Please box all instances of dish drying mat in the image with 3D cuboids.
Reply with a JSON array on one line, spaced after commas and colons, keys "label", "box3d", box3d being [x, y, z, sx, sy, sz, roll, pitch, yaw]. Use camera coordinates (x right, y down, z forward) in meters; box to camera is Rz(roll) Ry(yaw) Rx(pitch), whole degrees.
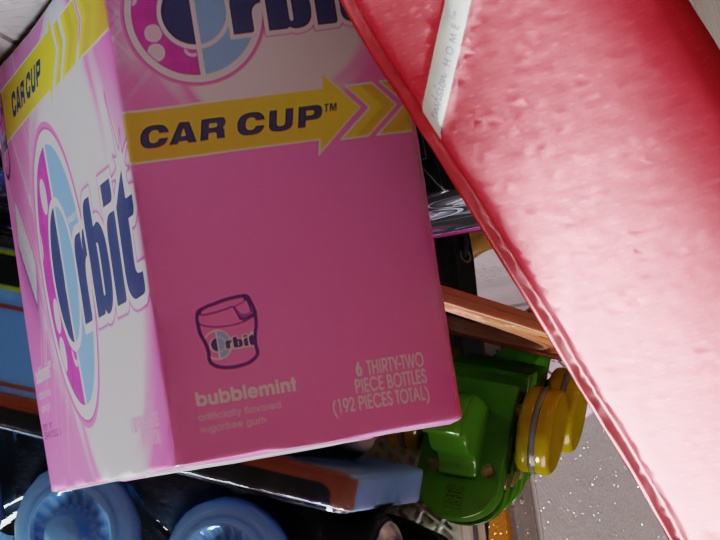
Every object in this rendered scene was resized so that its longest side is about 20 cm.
[{"label": "dish drying mat", "box3d": [0.060, -0.002, 0.531, 0.077, 0.200, 0.018, -14, -153, 42]}]

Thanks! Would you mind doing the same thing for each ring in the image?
[{"label": "ring", "box3d": [0.000, 0.000, 0.868, 0.200, 0.019, 0.200, 15, 177, 1]}]

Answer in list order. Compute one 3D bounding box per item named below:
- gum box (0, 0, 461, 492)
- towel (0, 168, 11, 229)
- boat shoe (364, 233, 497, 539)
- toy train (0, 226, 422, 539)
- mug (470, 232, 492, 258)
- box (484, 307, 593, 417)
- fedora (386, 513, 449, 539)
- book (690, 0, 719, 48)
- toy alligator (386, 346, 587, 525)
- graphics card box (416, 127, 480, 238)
[{"label": "gum box", "box3d": [-0.042, -0.008, 0.640, 0.066, 0.114, 0.200, -8, 176, -16]}, {"label": "towel", "box3d": [-0.097, -0.030, 0.928, 0.199, 0.024, 0.145, -12, 173, 22]}, {"label": "boat shoe", "box3d": [0.025, 0.052, 1.024, 0.074, 0.201, 0.062, -10, 180, 44]}, {"label": "toy train", "box3d": [-0.075, 0.052, 0.865, 0.199, 0.115, 0.087, 11, -176, 21]}, {"label": "mug", "box3d": [-0.007, 0.040, 1.112, 0.186, 0.154, 0.149, -11, 175, 20]}, {"label": "box", "box3d": [0.125, 0.005, 1.051, 0.200, 0.041, 0.039, -36, -153, 13]}, {"label": "fedora", "box3d": [-0.042, 0.157, 0.937, 0.200, 0.092, 0.201, -8, -167, 2]}, {"label": "book", "box3d": [0.157, -0.030, 0.630, 0.048, 0.134, 0.200, -14, 174, 44]}, {"label": "toy alligator", "box3d": [0.051, 0.057, 0.947, 0.059, 0.054, 0.200, 10, -171, 14]}, {"label": "graphics card box", "box3d": [0.069, -0.046, 0.744, 0.199, 0.051, 0.125, -9, 175, -31]}]
